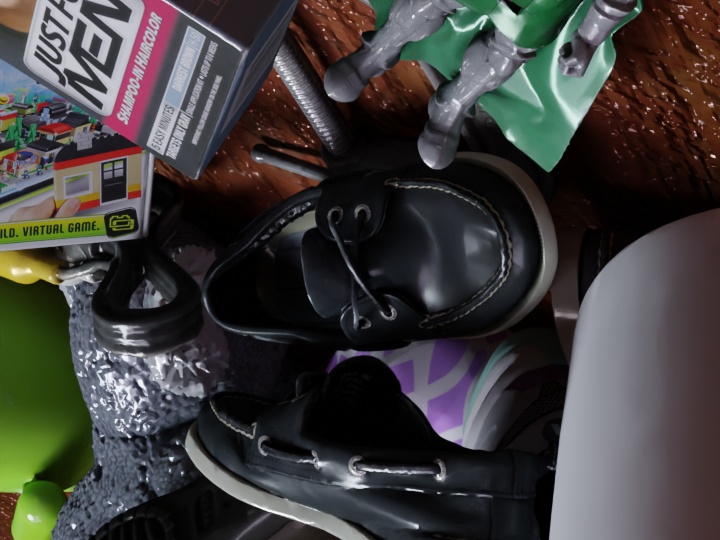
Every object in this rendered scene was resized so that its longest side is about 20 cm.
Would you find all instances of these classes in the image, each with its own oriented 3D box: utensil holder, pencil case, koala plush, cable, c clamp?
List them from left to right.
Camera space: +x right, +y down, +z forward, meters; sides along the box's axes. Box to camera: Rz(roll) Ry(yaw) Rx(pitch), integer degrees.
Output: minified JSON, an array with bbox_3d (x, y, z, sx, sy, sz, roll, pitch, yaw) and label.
[{"bbox_3d":[-0.102,0.002,1.116,0.200,0.097,0.051,38,132,55],"label":"cable"},{"bbox_3d":[-0.084,0.064,1.242,0.177,0.183,0.201,35,145,59],"label":"koala plush"},{"bbox_3d":[-0.007,-0.072,1.005,0.170,0.027,0.200,19,156,29],"label":"c clamp"},{"bbox_3d":[0.076,0.072,1.153,0.199,0.086,0.084,34,121,-9],"label":"pencil case"},{"bbox_3d":[0.144,0.101,0.887,0.169,0.201,0.171,5,140,4],"label":"utensil holder"}]

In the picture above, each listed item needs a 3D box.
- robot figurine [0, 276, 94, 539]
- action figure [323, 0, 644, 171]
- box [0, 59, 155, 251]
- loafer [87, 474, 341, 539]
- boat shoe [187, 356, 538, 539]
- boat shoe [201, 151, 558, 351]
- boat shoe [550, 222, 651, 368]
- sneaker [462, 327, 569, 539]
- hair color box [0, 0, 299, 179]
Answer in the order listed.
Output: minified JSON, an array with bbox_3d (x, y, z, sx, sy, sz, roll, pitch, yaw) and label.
[{"bbox_3d":[-0.188,0.057,1.346,0.115,0.177,0.199,-22,160,38],"label":"robot figurine"},{"bbox_3d":[0.053,-0.099,0.824,0.118,0.055,0.200,32,149,-8],"label":"action figure"},{"bbox_3d":[-0.182,-0.057,1.034,0.035,0.198,0.111,-116,27,-47],"label":"box"},{"bbox_3d":[-0.061,0.135,1.144,0.200,0.073,0.071,-35,124,26],"label":"loafer"},{"bbox_3d":[0.001,0.069,0.997,0.074,0.067,0.199,4,-168,-32],"label":"boat shoe"},{"bbox_3d":[-0.001,-0.002,1.014,0.199,0.066,0.075,1,105,57],"label":"boat shoe"},{"bbox_3d":[0.133,0.052,1.035,0.062,0.073,0.200,-8,141,21],"label":"boat shoe"},{"bbox_3d":[0.055,0.137,1.060,0.077,0.140,0.201,11,121,0],"label":"sneaker"},{"bbox_3d":[-0.118,-0.124,0.878,0.199,0.061,0.099,32,152,1],"label":"hair color box"}]
